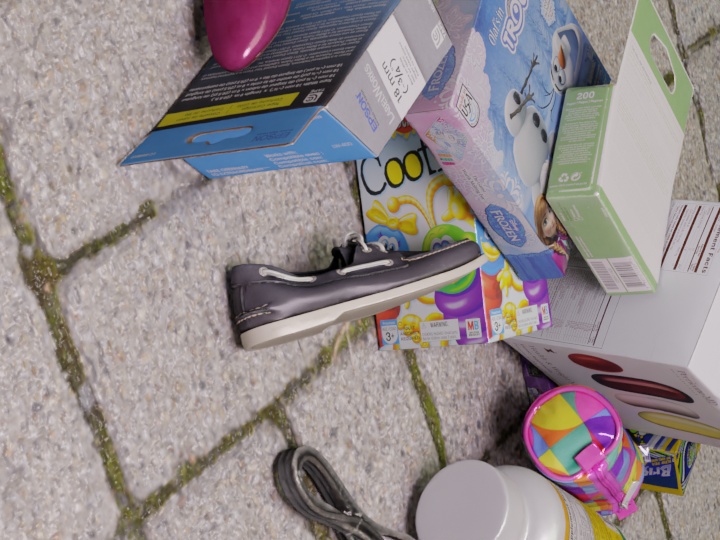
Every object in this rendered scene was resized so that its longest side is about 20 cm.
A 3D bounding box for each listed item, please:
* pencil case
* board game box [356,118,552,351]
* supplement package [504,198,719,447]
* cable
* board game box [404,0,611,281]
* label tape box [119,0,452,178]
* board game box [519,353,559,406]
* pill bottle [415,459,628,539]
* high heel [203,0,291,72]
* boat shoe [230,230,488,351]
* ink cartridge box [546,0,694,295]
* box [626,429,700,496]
[{"bbox_3d":[0.194,0.156,1.365,0.200,0.088,0.089,43,49,-65],"label":"pencil case"},{"bbox_3d":[0.071,-0.046,1.257,0.105,0.103,0.201,-10,93,-55],"label":"board game box"},{"bbox_3d":[0.264,0.046,1.361,0.191,0.200,0.148,37,70,-39],"label":"supplement package"},{"bbox_3d":[0.010,0.194,1.178,0.200,0.050,0.097,65,36,-25],"label":"cable"},{"bbox_3d":[0.116,-0.131,1.205,0.199,0.043,0.201,49,46,-41],"label":"board game box"},{"bbox_3d":[-0.046,-0.111,1.071,0.200,0.144,0.063,-58,131,-41],"label":"label tape box"},{"bbox_3d":[0.206,0.060,1.496,0.200,0.032,0.121,-28,111,-53],"label":"board game box"},{"bbox_3d":[0.132,0.222,1.291,0.200,0.112,0.113,37,56,-46],"label":"pill bottle"},{"bbox_3d":[-0.094,-0.233,1.090,0.096,0.067,0.201,46,36,-49],"label":"high heel"},{"bbox_3d":[0.000,0.000,1.137,0.199,0.073,0.063,-17,83,-26],"label":"boat shoe"},{"bbox_3d":[0.206,-0.102,1.260,0.146,0.048,0.201,49,46,-47],"label":"ink cartridge box"},{"bbox_3d":[0.307,0.122,1.582,0.200,0.070,0.064,-60,145,-40],"label":"box"}]
